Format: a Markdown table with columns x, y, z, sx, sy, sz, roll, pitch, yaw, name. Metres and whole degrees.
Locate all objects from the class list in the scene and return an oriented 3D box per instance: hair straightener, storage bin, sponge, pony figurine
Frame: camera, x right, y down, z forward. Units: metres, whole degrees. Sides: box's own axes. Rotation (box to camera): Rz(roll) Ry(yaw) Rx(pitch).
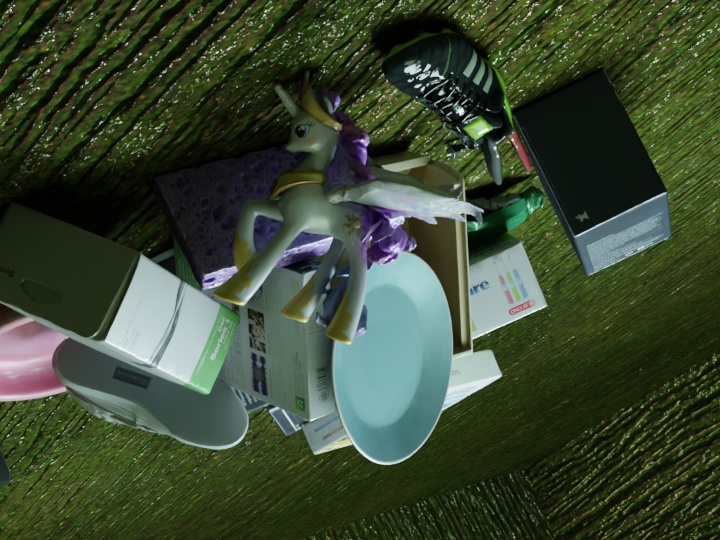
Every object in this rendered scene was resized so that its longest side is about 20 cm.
| x | y | z | sx | sy | sz | roll | pitch | yaw | name |
| --- | --- | --- | --- | --- | --- | --- | --- | --- | --- |
| 0.125 | -0.127 | 1.608 | 0.077 | 0.041 | 0.200 | -26 | 164 | 6 | hair straightener |
| 0.000 | 0.000 | 1.547 | 0.200 | 0.199 | 0.094 | -14 | -160 | -31 | storage bin |
| -0.072 | -0.059 | 1.417 | 0.200 | 0.112 | 0.030 | -17 | 152 | -22 | sponge |
| -0.011 | -0.046 | 1.332 | 0.193 | 0.200 | 0.167 | 20 | -177 | -11 | pony figurine |

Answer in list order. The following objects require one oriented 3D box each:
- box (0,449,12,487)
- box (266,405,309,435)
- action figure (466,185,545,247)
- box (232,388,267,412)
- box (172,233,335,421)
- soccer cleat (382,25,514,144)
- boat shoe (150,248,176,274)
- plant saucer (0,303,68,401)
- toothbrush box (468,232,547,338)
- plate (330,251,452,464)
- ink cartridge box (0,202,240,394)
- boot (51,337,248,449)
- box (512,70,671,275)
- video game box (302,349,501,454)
| x | y | z | sx | sy | sz | roll | pitch | yaw | name |
| --- | --- | --- | --- | --- | --- | --- | --- | --- | --- |
| -0.462 | 0.167 | 1.528 | 0.124 | 0.149 | 0.200 | -30 | 163 | 17 | box |
| -0.036 | 0.102 | 1.975 | 0.198 | 0.123 | 0.200 | -24 | 166 | -3 | box |
| 0.122 | -0.053 | 1.828 | 0.200 | 0.055 | 0.118 | -20 | 162 | -13 | action figure |
| -0.107 | 0.074 | 1.695 | 0.200 | 0.107 | 0.148 | -22 | -169 | -1 | box |
| -0.102 | 0.044 | 1.484 | 0.036 | 0.145 | 0.200 | -18 | -155 | -40 | box |
| 0.084 | -0.157 | 1.377 | 0.067 | 0.081 | 0.200 | -30 | 163 | 22 | soccer cleat |
| -0.157 | 0.003 | 1.592 | 0.201 | 0.061 | 0.072 | -28 | 165 | 14 | boat shoe |
| -0.308 | 0.063 | 1.559 | 0.200 | 0.051 | 0.201 | -17 | 156 | -8 | plant saucer |
| 0.124 | 0.020 | 1.880 | 0.145 | 0.086 | 0.200 | -24 | -173 | -1 | toothbrush box |
| 0.025 | 0.080 | 1.483 | 0.026 | 0.201 | 0.200 | 2 | -179 | 36 | plate |
| -0.215 | 0.027 | 1.369 | 0.084 | 0.146 | 0.200 | -66 | 155 | -8 | ink cartridge box |
| -0.201 | 0.124 | 1.542 | 0.096 | 0.200 | 0.074 | 100 | 16 | -70 | boot |
| 0.249 | -0.099 | 1.683 | 0.107 | 0.149 | 0.200 | -26 | 165 | 7 | box |
| 0.055 | 0.167 | 2.023 | 0.200 | 0.047 | 0.182 | -9 | 158 | -49 | video game box |
